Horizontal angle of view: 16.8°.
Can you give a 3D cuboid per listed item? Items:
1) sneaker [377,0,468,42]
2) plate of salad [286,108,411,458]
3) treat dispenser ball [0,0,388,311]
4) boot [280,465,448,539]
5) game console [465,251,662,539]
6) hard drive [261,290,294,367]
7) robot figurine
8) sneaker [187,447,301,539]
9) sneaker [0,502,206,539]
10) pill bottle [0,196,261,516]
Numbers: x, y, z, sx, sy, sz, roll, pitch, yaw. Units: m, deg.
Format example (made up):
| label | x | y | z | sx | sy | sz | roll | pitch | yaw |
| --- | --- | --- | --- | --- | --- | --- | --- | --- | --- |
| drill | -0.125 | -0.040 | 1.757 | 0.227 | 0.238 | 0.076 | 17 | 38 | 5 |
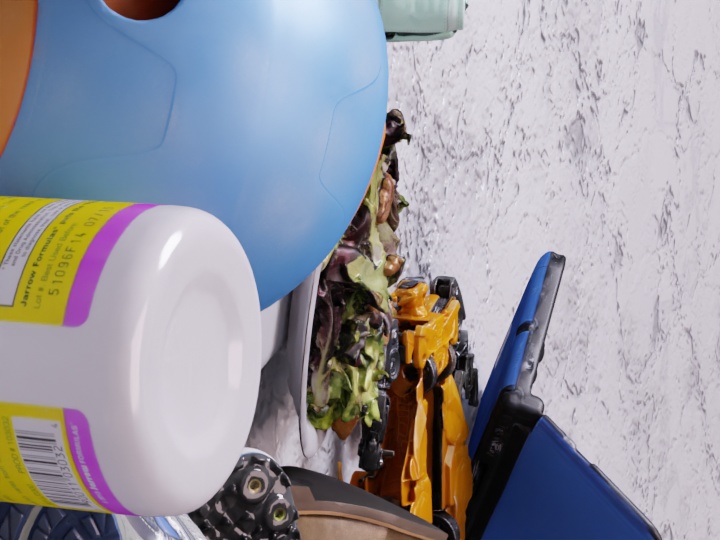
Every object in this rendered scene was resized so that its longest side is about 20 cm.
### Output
| label | x | y | z | sx | sy | sz | roll | pitch | yaw |
| --- | --- | --- | --- | --- | --- | --- | --- | --- | --- |
| sneaker | -0.013 | -0.140 | 1.222 | 0.200 | 0.117 | 0.074 | -37 | 128 | -59 |
| plate of salad | 0.000 | 0.000 | 1.266 | 0.200 | 0.048 | 0.202 | 11 | 90 | -82 |
| treat dispenser ball | -0.087 | -0.072 | 0.956 | 0.201 | 0.199 | 0.203 | 4 | 90 | -66 |
| boot | -0.030 | 0.145 | 1.281 | 0.199 | 0.073 | 0.076 | 15 | 92 | -50 |
| game console | 0.128 | 0.117 | 1.500 | 0.200 | 0.117 | 0.172 | 107 | 1 | -59 |
| hard drive | -0.039 | -0.027 | 1.211 | 0.200 | 0.026 | 0.133 | -47 | 146 | -76 |
| robot figurine | 0.024 | 0.101 | 1.417 | 0.145 | 0.058 | 0.202 | -31 | 122 | -63 |
| sneaker | -0.076 | 0.165 | 1.147 | 0.071 | 0.073 | 0.201 | -4 | 122 | -27 |
| sneaker | -0.114 | 0.114 | 1.029 | 0.200 | 0.077 | 0.085 | 49 | 11 | -9 |
| pill bottle | -0.141 | 0.025 | 0.847 | 0.104 | 0.198 | 0.105 | 4 | 90 | -67 |
